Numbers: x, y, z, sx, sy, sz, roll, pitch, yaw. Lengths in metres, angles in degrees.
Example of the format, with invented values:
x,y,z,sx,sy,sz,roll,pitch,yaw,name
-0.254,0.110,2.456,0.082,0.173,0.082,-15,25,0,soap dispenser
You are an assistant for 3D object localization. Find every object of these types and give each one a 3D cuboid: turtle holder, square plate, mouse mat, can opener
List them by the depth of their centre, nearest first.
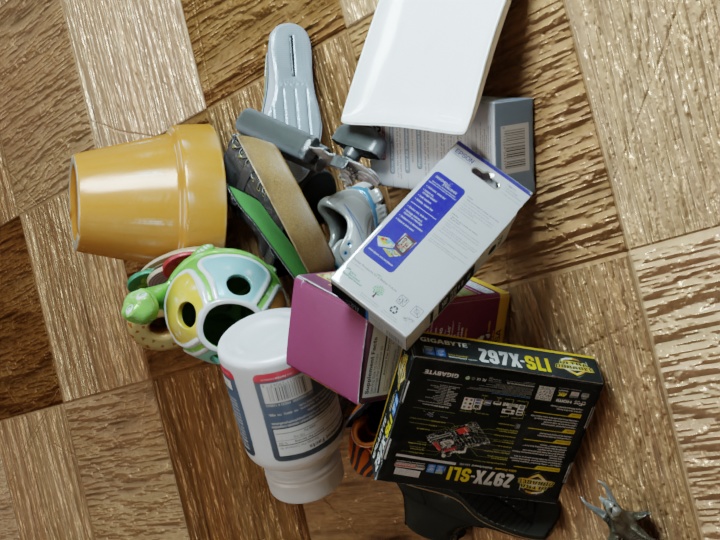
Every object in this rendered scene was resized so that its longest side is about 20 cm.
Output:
x,y,z,sx,sy,sz,roll,pitch,yaw,name
0.077,-0.236,1.407,0.198,0.028,0.201,12,82,51,square plate
-0.052,-0.142,1.521,0.199,0.053,0.067,21,78,33,can opener
-0.079,-0.012,1.553,0.008,0.161,0.200,-38,81,5,mouse mat
-0.175,0.039,1.629,0.141,0.185,0.132,-53,17,7,turtle holder

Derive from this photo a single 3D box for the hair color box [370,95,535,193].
x,y,z,sx,sy,sz,roll,pitch,yaw,name
0.092,-0.134,1.440,0.199,0.060,0.100,11,108,50,hair color box

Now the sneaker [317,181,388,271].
x,y,z,sx,sy,sz,roll,pitch,yaw,name
0.000,0.000,1.574,0.075,0.086,0.201,-32,76,49,sneaker

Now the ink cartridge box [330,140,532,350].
x,y,z,sx,sy,sz,roll,pitch,yaw,name
0.071,-0.026,1.332,0.099,0.200,0.039,38,162,18,ink cartridge box

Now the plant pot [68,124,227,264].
x,y,z,sx,sy,sz,roll,pitch,yaw,name
-0.283,-0.089,1.782,0.200,0.182,0.202,177,90,-73,plant pot

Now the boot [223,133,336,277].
x,y,z,sx,sy,sz,roll,pitch,yaw,name
-0.119,-0.106,1.710,0.175,0.069,0.200,57,140,25,boot

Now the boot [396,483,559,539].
x,y,z,sx,sy,sz,roll,pitch,yaw,name
0.129,0.269,1.511,0.199,0.077,0.139,25,143,30,boot

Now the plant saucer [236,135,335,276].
x,y,z,sx,sy,sz,roll,pitch,yaw,name
-0.075,-0.066,1.495,0.201,0.035,0.200,63,178,4,plant saucer

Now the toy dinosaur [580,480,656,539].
x,y,z,sx,sy,sz,roll,pitch,yaw,name
0.271,0.311,1.337,0.102,0.077,0.201,38,133,55,toy dinosaur

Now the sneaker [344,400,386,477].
x,y,z,sx,sy,sz,roll,pitch,yaw,name
0.014,0.182,1.569,0.077,0.112,0.201,31,128,14,sneaker

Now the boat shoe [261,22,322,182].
x,y,z,sx,sy,sz,roll,pitch,yaw,name
-0.084,-0.194,1.633,0.062,0.072,0.201,130,143,-72,boat shoe

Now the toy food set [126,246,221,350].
x,y,z,sx,sy,sz,roll,pitch,yaw,name
-0.202,0.038,1.762,0.198,0.199,0.049,107,166,-49,toy food set

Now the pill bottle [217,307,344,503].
x,y,z,sx,sy,sz,roll,pitch,yaw,name
-0.082,0.156,1.537,0.119,0.119,0.201,22,133,47,pill bottle

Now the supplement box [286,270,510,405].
x,y,z,sx,sy,sz,roll,pitch,yaw,name
0.041,0.061,1.440,0.131,0.199,0.104,26,114,47,supplement box

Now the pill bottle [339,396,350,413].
x,y,z,sx,sy,sz,roll,pitch,yaw,name
-0.063,0.139,1.668,0.114,0.113,0.200,54,137,28,pill bottle

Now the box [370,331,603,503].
x,y,z,sx,sy,sz,roll,pitch,yaw,name
0.125,0.149,1.366,0.049,0.199,0.160,-98,19,-56,box
